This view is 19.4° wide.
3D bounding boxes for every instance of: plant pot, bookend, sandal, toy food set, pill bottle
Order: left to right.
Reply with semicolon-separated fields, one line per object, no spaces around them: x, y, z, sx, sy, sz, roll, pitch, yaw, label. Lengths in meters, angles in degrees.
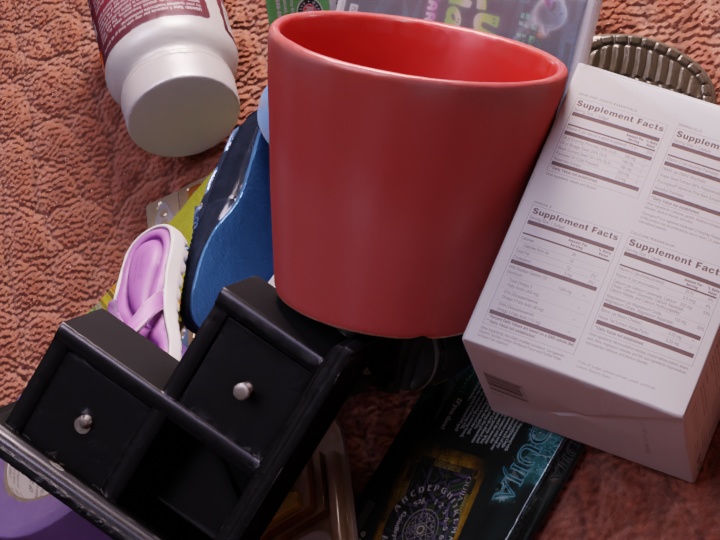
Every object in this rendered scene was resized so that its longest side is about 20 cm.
-0.172;0.038;1.538;0.082;0.050;0.203;-33;34;26;sandal
-0.167;-0.199;1.781;0.114;0.114;0.201;-30;50;16;pill bottle
-0.122;0.075;1.400;0.198;0.092;0.201;35;103;8;bookend
-0.075;0.194;1.490;0.143;0.060;0.201;-34;40;24;toy food set
0.024;-0.062;1.373;0.200;0.200;0.178;26;113;42;plant pot

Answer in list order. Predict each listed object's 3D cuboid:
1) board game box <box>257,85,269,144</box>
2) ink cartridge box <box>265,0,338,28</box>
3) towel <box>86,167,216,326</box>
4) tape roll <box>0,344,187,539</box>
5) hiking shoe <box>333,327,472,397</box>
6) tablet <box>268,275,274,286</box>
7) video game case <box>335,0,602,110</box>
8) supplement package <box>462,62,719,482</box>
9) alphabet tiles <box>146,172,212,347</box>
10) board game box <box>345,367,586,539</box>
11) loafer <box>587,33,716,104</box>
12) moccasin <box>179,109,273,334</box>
0.021;-0.118;1.627;0.199;0.039;0.158;-4;38;5;board game box
0.035;-0.185;1.554;0.199;0.147;0.084;-5;37;4;ink cartridge box
-0.142;-0.013;1.707;0.200;0.018;0.086;-49;48;0;towel
-0.190;0.138;1.576;0.200;0.085;0.201;-33;31;23;tape roll
0.018;0.055;1.490;0.200;0.086;0.075;7;102;57;hiking shoe
-0.046;0.006;1.535;0.130;0.014;0.200;-35;16;47;tablet
0.057;-0.114;1.461;0.181;0.023;0.201;15;97;15;video game case
0.179;0.004;1.363;0.150;0.152;0.201;19;74;17;supplement package
-0.085;-0.026;1.691;0.199;0.008;0.168;-26;51;21;alphabet tiles
0.065;0.160;1.458;0.135;0.028;0.201;24;79;43;board game box
0.153;-0.125;1.504;0.199;0.068;0.076;7;72;3;loafer
-0.093;-0.033;1.640;0.068;0.080;0.201;-13;47;50;moccasin
